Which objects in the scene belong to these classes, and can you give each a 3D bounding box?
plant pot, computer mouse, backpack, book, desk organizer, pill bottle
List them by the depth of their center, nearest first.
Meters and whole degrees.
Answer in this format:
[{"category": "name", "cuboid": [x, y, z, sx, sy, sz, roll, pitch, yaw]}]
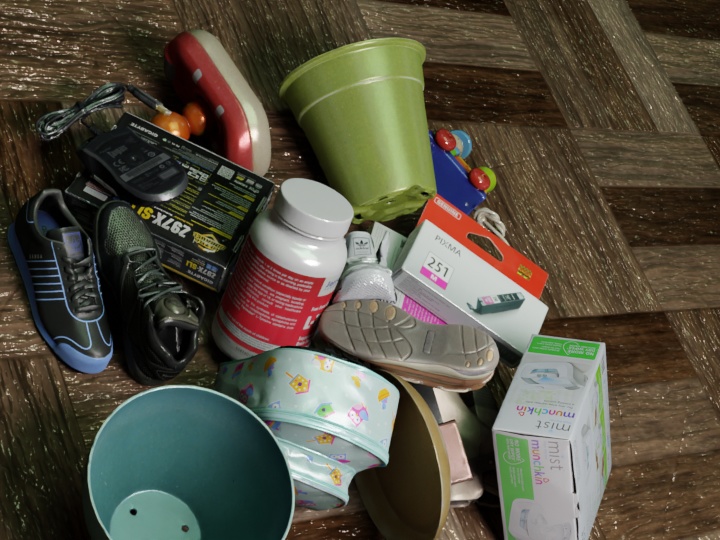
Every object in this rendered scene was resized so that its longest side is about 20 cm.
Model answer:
[{"category": "plant pot", "cuboid": [-0.178, 0.230, 1.415, 0.199, 0.135, 0.201, 13, 54, -18]}, {"category": "backpack", "cuboid": [-0.059, 0.160, 1.530, 0.175, 0.200, 0.154, 26, 59, -23]}, {"category": "plant pot", "cuboid": [0.044, 0.201, 1.579, 0.027, 0.200, 0.201, -10, 63, -27]}, {"category": "pill bottle", "cuboid": [-0.082, 0.005, 1.621, 0.112, 0.201, 0.112, 19, 29, -11]}, {"category": "computer mouse", "cuboid": [-0.251, -0.135, 1.649, 0.200, 0.046, 0.140, 32, 48, 23]}, {"category": "desk organizer", "cuboid": [0.057, 0.153, 1.666, 0.077, 0.072, 0.201, -14, 81, -12]}, {"category": "book", "cuboid": [0.082, 0.039, 1.862, 0.200, 0.048, 0.134, 30, 45, -14]}, {"category": "plant pot", "cuboid": [0.013, -0.167, 1.889, 0.199, 0.200, 0.191, -5, 73, -41]}]

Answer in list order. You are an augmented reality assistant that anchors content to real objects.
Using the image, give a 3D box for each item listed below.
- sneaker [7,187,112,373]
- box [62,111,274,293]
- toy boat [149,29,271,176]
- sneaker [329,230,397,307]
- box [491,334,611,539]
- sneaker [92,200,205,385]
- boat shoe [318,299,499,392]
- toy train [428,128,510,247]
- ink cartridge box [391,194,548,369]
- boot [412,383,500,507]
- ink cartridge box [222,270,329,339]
[{"category": "sneaker", "cuboid": [-0.307, 0.008, 1.545, 0.070, 0.078, 0.200, -13, 66, -44]}, {"category": "box", "cuboid": [-0.216, -0.080, 1.676, 0.199, 0.049, 0.160, 25, 46, 0]}, {"category": "toy boat", "cuboid": [-0.196, -0.181, 1.780, 0.130, 0.131, 0.200, -30, 76, -17]}, {"category": "sneaker", "cuboid": [0.000, 0.000, 1.694, 0.075, 0.200, 0.115, 2, 73, -5]}, {"category": "box", "cuboid": [0.228, 0.209, 1.718, 0.096, 0.201, 0.177, 6, 38, 21]}, {"category": "sneaker", "cuboid": [-0.217, 0.014, 1.546, 0.076, 0.114, 0.200, -10, 82, -36]}, {"category": "boat shoe", "cuboid": [0.049, 0.090, 1.602, 0.199, 0.072, 0.076, 17, 55, 11]}, {"category": "toy train", "cuboid": [0.156, -0.109, 2.023, 0.200, 0.085, 0.116, 49, 28, 5]}, {"category": "ink cartridge box", "cuboid": [0.151, 0.002, 1.876, 0.200, 0.044, 0.174, 35, 51, -9]}, {"category": "boot", "cuboid": [0.093, 0.202, 1.727, 0.199, 0.070, 0.147, 8, 64, -21]}, {"category": "ink cartridge box", "cuboid": [-0.122, -0.005, 1.739, 0.200, 0.037, 0.095, 33, 42, -17]}]
